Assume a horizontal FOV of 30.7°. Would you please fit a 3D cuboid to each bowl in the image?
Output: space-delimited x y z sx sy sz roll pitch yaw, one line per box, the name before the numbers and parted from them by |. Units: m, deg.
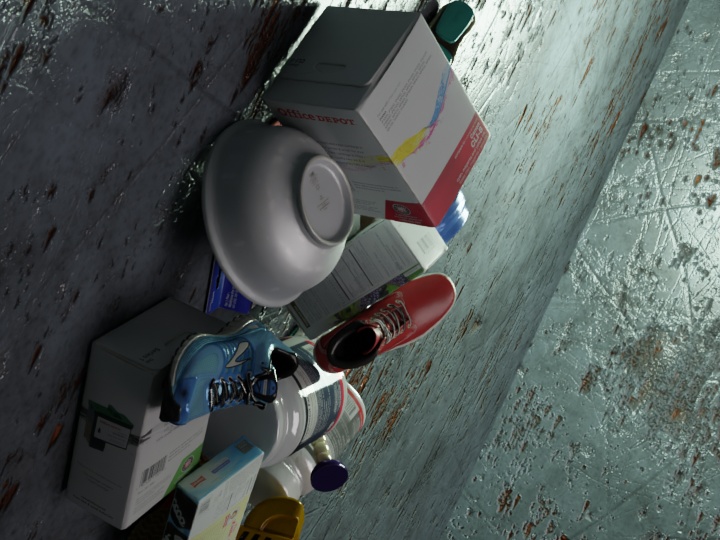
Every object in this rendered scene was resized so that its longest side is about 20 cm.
bowl | -0.069 -0.066 1.375 0.201 0.090 0.202 19 67 -54
bowl | 0.057 -0.046 1.760 0.200 0.039 0.201 -30 -164 9

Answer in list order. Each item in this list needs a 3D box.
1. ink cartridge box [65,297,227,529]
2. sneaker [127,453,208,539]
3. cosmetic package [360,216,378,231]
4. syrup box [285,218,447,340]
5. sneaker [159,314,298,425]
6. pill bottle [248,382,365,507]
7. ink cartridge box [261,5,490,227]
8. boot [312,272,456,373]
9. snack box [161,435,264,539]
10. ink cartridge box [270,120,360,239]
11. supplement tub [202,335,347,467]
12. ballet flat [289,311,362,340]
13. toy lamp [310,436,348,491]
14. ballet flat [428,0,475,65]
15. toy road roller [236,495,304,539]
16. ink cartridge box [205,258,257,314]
ink cartridge box | -0.224 0.147 1.386 0.146 0.084 0.201 -35 144 -58
sneaker | -0.222 0.318 1.642 0.200 0.075 0.090 -55 155 -24
cosmetic package | 0.017 -0.138 1.667 0.105 0.071 0.201 -44 146 -41
syrup box | 0.000 0.000 1.615 0.200 0.082 0.079 -33 -176 33
sneaker | -0.127 0.104 1.324 0.200 0.090 0.079 -34 143 -57
pill bottle | -0.087 0.245 1.862 0.200 0.113 0.114 -48 156 -41
ink cartridge box | 0.021 -0.171 1.449 0.145 0.145 0.200 -58 137 -21
boot | 0.042 0.063 1.586 0.199 0.073 0.144 -30 180 -12
snack box | -0.182 0.296 1.527 0.116 0.037 0.201 -33 150 -47
ink cartridge box | -0.064 -0.093 1.511 0.200 0.044 0.177 -41 137 -53
supplement tub | -0.113 0.165 1.635 0.200 0.140 0.141 -18 131 -66
ballet flat | -0.036 0.076 1.862 0.200 0.072 0.072 -45 154 -44
toy lamp | -0.062 0.207 1.774 0.058 0.200 0.058 -10 131 -12
ballet flat | 0.096 -0.291 1.752 0.200 0.069 0.070 -49 157 -43
toy road roller | -0.150 0.365 1.732 0.123 0.199 0.147 92 14 -65
ink cartridge box | -0.111 -0.018 1.565 0.200 0.039 0.100 -41 152 -50
